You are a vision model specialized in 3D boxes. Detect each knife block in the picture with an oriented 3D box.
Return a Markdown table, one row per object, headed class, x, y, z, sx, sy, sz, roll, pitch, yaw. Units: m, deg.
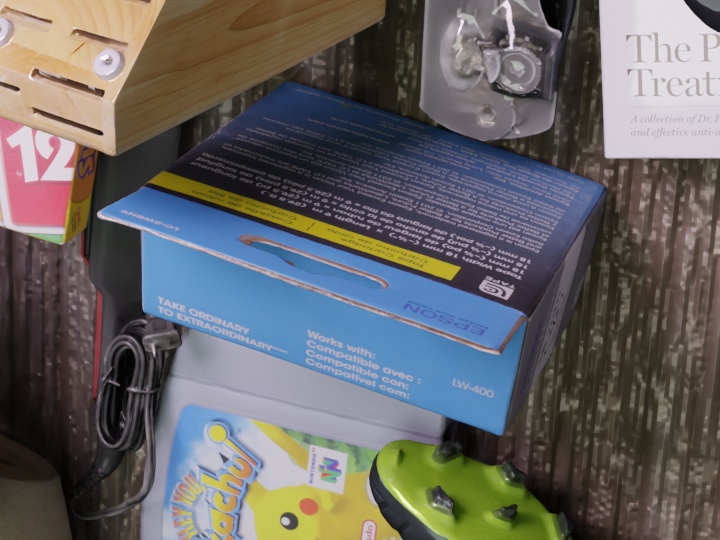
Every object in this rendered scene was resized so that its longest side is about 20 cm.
| class | x | y | z | sx | sy | sz | roll | pitch | yaw |
| --- | --- | --- | --- | --- | --- | --- | --- | --- | --- |
| knife block | -0.032 | -0.108 | 0.691 | 0.064 | 0.176 | 0.200 | 19 | 78 | 29 |

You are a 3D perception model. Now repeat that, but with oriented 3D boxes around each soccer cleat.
| class | x | y | z | sx | sy | sz | roll | pitch | yaw |
| --- | --- | --- | --- | --- | --- | --- | --- | --- | --- |
| soccer cleat | 0.076 | 0.145 | 0.802 | 0.200 | 0.068 | 0.081 | 35 | 121 | -12 |

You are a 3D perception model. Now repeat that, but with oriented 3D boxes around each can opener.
| class | x | y | z | sx | sy | sz | roll | pitch | yaw |
| --- | --- | --- | --- | --- | --- | --- | --- | --- | --- |
| can opener | 0.055 | -0.143 | 0.712 | 0.053 | 0.067 | 0.200 | 10 | 118 | 13 |

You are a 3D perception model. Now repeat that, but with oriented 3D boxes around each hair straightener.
| class | x | y | z | sx | sy | sz | roll | pitch | yaw |
| --- | --- | --- | --- | --- | --- | --- | --- | --- | --- |
| hair straightener | -0.103 | 0.023 | 0.823 | 0.041 | 0.077 | 0.200 | 4 | 112 | -20 |

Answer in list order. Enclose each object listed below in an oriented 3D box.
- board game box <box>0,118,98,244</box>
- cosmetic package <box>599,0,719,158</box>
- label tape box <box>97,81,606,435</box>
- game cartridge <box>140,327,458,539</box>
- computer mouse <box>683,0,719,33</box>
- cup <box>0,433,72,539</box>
| class | x | y | z | sx | sy | sz | roll | pitch | yaw |
| --- | --- | --- | --- | --- | --- | --- | --- | --- | --- |
| board game box | -0.132 | -0.115 | 0.696 | 0.095 | 0.030 | 0.200 | 17 | 112 | 10 |
| cosmetic package | 0.187 | -0.117 | 0.700 | 0.200 | 0.052 | 0.151 | 1 | 105 | 18 |
| label tape box | 0.000 | 0.000 | 0.715 | 0.144 | 0.200 | 0.063 | 19 | 113 | 11 |
| game cartridge | -0.030 | 0.106 | 0.853 | 0.133 | 0.040 | 0.200 | 13 | 111 | 17 |
| computer mouse | 0.123 | -0.179 | 0.662 | 0.059 | 0.034 | 0.200 | -4 | 98 | 10 |
| cup | -0.204 | 0.139 | 0.848 | 0.200 | 0.200 | 0.143 | 21 | 94 | 10 |
